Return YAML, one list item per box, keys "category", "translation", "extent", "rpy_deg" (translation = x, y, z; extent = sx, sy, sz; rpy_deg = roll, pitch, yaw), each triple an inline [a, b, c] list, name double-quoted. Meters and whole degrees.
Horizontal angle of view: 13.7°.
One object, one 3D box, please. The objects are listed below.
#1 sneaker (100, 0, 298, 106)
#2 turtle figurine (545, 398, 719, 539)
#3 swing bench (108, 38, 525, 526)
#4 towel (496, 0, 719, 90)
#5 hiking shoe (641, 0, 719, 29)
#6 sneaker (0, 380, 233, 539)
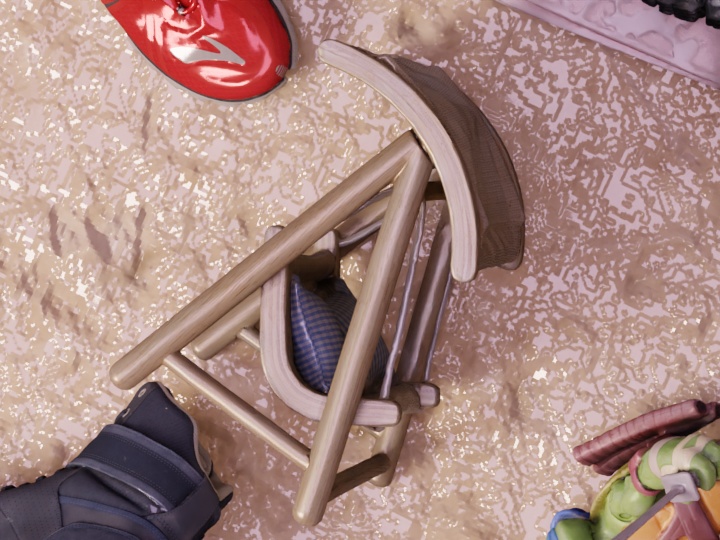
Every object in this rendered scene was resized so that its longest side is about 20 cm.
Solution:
- category: "sneaker"
  translation: [-0.118, -0.159, 1.544]
  extent: [0.200, 0.085, 0.077]
  rpy_deg: [44, 99, 6]
- category: "turtle figurine"
  translation: [0.193, 0.130, 1.460]
  extent: [0.193, 0.200, 0.144]
  rpy_deg: [-32, 101, 1]
- category: "swing bench"
  translation: [0.000, 0.000, 1.470]
  extent: [0.130, 0.199, 0.200]
  rpy_deg: [35, 98, 7]
- category: "towel"
  translation: [0.135, -0.217, 1.525]
  extent: [0.190, 0.032, 0.201]
  rpy_deg: [22, 96, 9]
- category: "hiking shoe"
  translation: [0.118, -0.187, 1.484]
  extent: [0.199, 0.074, 0.087]
  rpy_deg: [21, 90, 0]
- category: "sneaker"
  translation: [-0.158, 0.122, 1.568]
  extent: [0.202, 0.077, 0.146]
  rpy_deg: [10, 52, 43]
